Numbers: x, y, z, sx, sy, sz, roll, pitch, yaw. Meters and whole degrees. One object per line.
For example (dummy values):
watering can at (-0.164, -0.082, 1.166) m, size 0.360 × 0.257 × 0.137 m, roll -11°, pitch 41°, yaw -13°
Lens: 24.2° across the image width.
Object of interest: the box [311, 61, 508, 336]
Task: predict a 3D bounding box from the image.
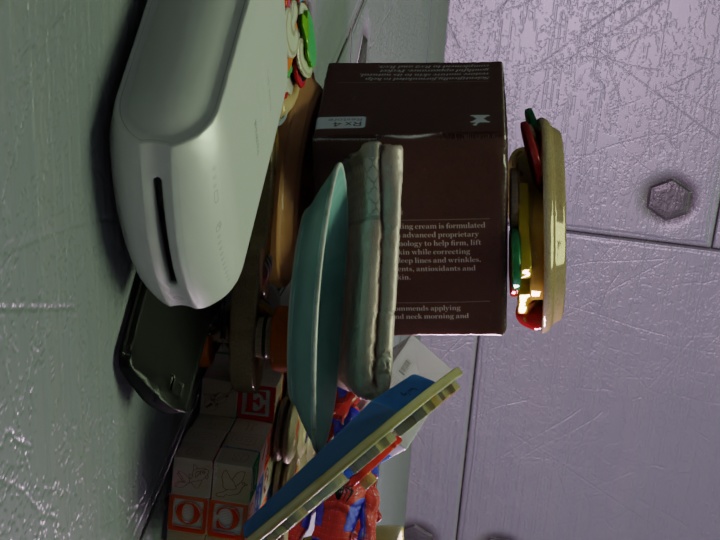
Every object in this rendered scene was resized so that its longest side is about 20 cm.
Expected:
box at (0.049, -0.064, 1.499) m, size 0.164 × 0.166 × 0.200 m, roll -82°, pitch 171°, yaw -61°

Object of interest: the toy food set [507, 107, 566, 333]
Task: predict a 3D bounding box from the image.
toy food set at (0.156, -0.045, 1.506) m, size 0.198 × 0.049 × 0.200 m, roll 82°, pitch 9°, yaw -64°

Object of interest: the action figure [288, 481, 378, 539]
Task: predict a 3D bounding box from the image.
action figure at (-0.025, 0.221, 1.261) m, size 0.052 × 0.065 × 0.200 m, roll 70°, pitch 30°, yaw -69°

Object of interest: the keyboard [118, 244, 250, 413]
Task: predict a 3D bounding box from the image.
keyboard at (-0.119, 0.003, 1.083) m, size 0.104 × 0.040 × 0.200 m, roll 55°, pitch 37°, yaw -45°

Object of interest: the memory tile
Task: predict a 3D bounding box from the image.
memory tile at (-0.050, 0.150, 1.354) m, size 0.153 × 0.017 × 0.200 m, roll -75°, pitch 171°, yaw -52°

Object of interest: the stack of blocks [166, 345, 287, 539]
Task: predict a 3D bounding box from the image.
stack of blocks at (-0.094, 0.133, 1.275) m, size 0.200 × 0.058 × 0.115 m, roll -66°, pitch 162°, yaw -72°

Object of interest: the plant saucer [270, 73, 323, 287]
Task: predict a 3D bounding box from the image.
plant saucer at (-0.057, -0.083, 1.511) m, size 0.200 × 0.032 × 0.201 m, roll 8°, pitch 90°, yaw -84°

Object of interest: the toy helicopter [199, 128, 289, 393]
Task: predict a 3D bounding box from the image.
toy helicopter at (-0.075, -0.008, 1.238) m, size 0.132 × 0.079 × 0.200 m, roll 74°, pitch 19°, yaw -75°

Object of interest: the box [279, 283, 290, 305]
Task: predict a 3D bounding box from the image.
box at (-0.057, 0.083, 1.571) m, size 0.200 × 0.060 × 0.117 m, roll -64°, pitch 160°, yaw -73°

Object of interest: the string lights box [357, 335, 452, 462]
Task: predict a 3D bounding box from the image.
string lights box at (-0.002, 0.146, 1.622) m, size 0.103 × 0.059 × 0.200 m, roll -54°, pitch -171°, yaw -35°

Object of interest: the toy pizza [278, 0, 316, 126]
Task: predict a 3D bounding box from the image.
toy pizza at (-0.057, -0.206, 1.225) m, size 0.200 × 0.032 × 0.201 m, roll -2°, pitch 90°, yaw -83°

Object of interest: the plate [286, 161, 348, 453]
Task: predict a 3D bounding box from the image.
plate at (-0.030, 0.025, 1.157) m, size 0.200 × 0.026 × 0.201 m, roll 4°, pitch 90°, yaw -87°

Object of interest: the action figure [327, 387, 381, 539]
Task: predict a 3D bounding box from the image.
action figure at (-0.013, 0.139, 1.467) m, size 0.065 × 0.052 × 0.200 m, roll 112°, pitch -17°, yaw -45°

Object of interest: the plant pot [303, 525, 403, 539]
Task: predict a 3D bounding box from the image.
plant pot at (-0.042, 0.334, 1.612) m, size 0.200 × 0.142 × 0.200 m, roll 8°, pitch 90°, yaw -84°

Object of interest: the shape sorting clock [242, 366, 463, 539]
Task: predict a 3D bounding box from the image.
shape sorting clock at (-0.006, 0.134, 1.156) m, size 0.200 × 0.039 × 0.200 m, roll -43°, pitch 173°, yaw -6°

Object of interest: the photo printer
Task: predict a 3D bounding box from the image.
photo printer at (-0.092, -0.090, 0.983) m, size 0.167 × 0.069 × 0.200 m, roll 89°, pitch 10°, yaw -53°

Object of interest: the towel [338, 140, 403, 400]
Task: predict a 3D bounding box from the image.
towel at (0.000, 0.000, 1.295) m, size 0.200 × 0.032 × 0.191 m, roll 180°, pitch -86°, yaw -83°
